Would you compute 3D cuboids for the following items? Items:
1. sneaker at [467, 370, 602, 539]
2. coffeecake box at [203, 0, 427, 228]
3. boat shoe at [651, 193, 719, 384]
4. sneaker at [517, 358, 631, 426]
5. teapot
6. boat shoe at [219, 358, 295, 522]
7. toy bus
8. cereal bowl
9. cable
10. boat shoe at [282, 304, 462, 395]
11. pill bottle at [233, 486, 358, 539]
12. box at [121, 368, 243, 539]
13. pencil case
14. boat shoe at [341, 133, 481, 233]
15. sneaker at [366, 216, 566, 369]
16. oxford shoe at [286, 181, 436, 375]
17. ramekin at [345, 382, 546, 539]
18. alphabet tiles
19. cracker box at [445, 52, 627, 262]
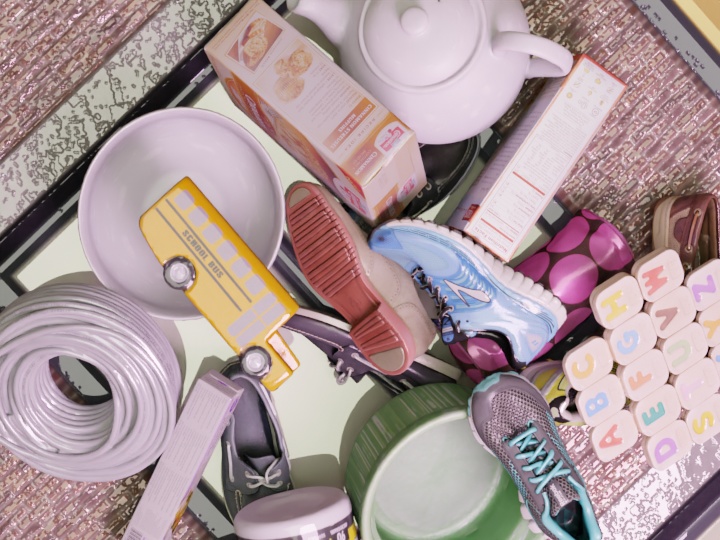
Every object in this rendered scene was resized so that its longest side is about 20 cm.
[{"bbox_3d":[0.167,0.178,1.582,0.077,0.091,0.201,-36,117,-5],"label":"sneaker"},{"bbox_3d":[-0.038,-0.141,1.610,0.200,0.154,0.073,42,83,14],"label":"coffeecake box"},{"bbox_3d":[0.329,0.024,1.693,0.072,0.072,0.203,11,76,-44],"label":"boat shoe"},{"bbox_3d":[0.241,0.114,1.686,0.198,0.076,0.076,-17,112,-27],"label":"sneaker"},{"bbox_3d":[0.068,-0.215,1.626,0.199,0.146,0.199,-32,79,6],"label":"teapot"},{"bbox_3d":[-0.104,0.188,1.701,0.072,0.062,0.203,-9,94,-3],"label":"boat shoe"},{"bbox_3d":[-0.123,0.014,1.607,0.078,0.065,0.200,-41,95,-2],"label":"toy bus"},{"bbox_3d":[-0.169,-0.055,1.672,0.197,0.083,0.203,0,94,-3],"label":"cereal bowl"},{"bbox_3d":[-0.267,0.109,1.649,0.200,0.069,0.200,42,116,-14],"label":"cable"},{"bbox_3d":[0.000,0.087,1.698,0.198,0.073,0.063,22,91,-10],"label":"boat shoe"},{"bbox_3d":[-0.047,0.316,1.642,0.113,0.114,0.202,-12,99,-3],"label":"pill bottle"},{"bbox_3d":[-0.173,0.191,1.678,0.041,0.039,0.202,29,108,9],"label":"box"},{"bbox_3d":[0.170,0.025,1.699,0.199,0.094,0.091,-37,120,-4],"label":"pencil case"},{"bbox_3d":[0.040,-0.075,1.697,0.200,0.057,0.069,-41,95,0],"label":"boat shoe"},{"bbox_3d":[0.090,0.021,1.607,0.199,0.078,0.091,31,82,-2],"label":"sneaker"},{"bbox_3d":[0.000,0.000,1.651,0.074,0.071,0.201,-32,93,-46],"label":"oxford shoe"},{"bbox_3d":[0.081,0.206,1.669,0.198,0.098,0.202,-7,111,-17],"label":"ramekin"},{"bbox_3d":[0.285,0.084,1.643,0.194,0.015,0.202,-30,113,-17],"label":"alphabet tiles"},{"bbox_3d":[0.165,-0.107,1.665,0.057,0.134,0.201,35,91,-6],"label":"cracker box"}]
